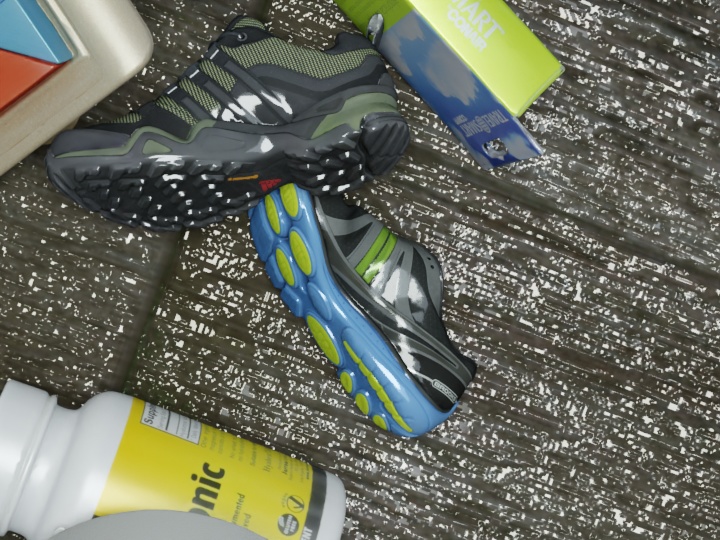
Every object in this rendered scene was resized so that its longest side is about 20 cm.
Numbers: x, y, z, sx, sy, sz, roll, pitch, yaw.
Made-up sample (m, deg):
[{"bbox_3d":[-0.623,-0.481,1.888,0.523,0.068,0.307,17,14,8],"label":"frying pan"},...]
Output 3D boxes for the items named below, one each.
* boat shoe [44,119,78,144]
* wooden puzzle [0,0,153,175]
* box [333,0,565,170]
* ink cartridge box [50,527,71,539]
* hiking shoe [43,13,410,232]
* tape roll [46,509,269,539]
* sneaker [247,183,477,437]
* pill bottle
[{"bbox_3d":[-0.183,-0.174,0.833,0.071,0.065,0.202,-3,109,-5],"label":"boat shoe"},{"bbox_3d":[-0.235,-0.139,0.797,0.199,0.037,0.186,-31,96,23],"label":"wooden puzzle"},{"bbox_3d":[0.034,-0.149,0.843,0.048,0.122,0.200,-44,97,-8],"label":"box"},{"bbox_3d":[-0.125,0.235,0.819,0.161,0.050,0.201,21,109,-9],"label":"ink cartridge box"},{"bbox_3d":[-0.076,-0.086,0.817,0.198,0.076,0.101,-8,61,-2],"label":"hiking shoe"},{"bbox_3d":[-0.103,0.218,0.765,0.201,0.037,0.205,0,114,0],"label":"tape roll"},{"bbox_3d":[0.000,0.000,0.874,0.082,0.071,0.201,-33,93,-32],"label":"sneaker"},{"bbox_3d":[-0.117,0.134,0.825,0.199,0.111,0.112,22,87,-9],"label":"pill bottle"}]
